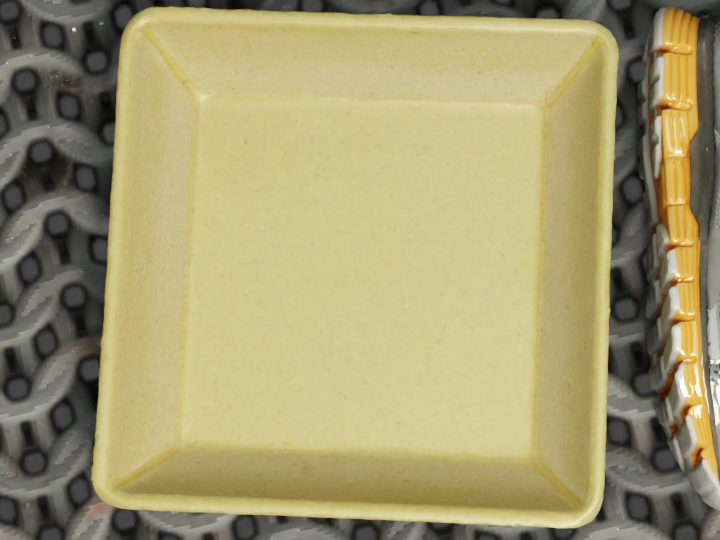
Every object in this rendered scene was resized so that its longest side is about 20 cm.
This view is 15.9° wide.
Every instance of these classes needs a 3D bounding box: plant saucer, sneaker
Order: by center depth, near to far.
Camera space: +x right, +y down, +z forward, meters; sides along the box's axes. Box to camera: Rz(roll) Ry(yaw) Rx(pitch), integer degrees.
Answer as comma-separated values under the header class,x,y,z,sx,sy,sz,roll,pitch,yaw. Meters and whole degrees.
class,x,y,z,sx,sy,sz,roll,pitch,yaw
sneaker,0.151,-0.006,1.009,0.077,0.078,0.201,1,81,-3
plant saucer,0.000,0.000,1.031,0.199,0.048,0.201,2,81,4
